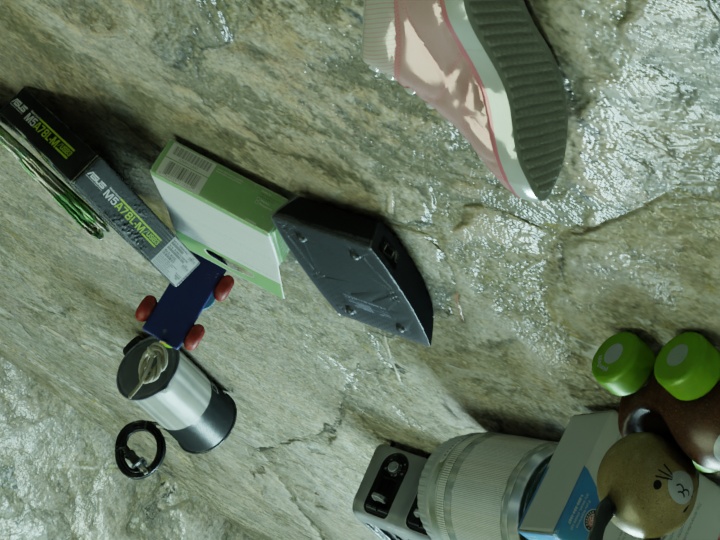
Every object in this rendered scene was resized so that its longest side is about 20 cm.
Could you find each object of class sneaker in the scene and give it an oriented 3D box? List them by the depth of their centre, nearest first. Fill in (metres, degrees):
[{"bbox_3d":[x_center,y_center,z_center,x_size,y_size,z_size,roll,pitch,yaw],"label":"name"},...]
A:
[{"bbox_3d":[0.067,-0.131,0.898,0.104,0.076,0.201,9,144,36],"label":"sneaker"}]

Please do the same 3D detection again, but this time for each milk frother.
[{"bbox_3d":[-0.336,0.227,2.173,0.180,0.201,0.188,19,158,39],"label":"milk frother"}]

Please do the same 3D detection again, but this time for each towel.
[{"bbox_3d":[-0.376,-0.116,1.566,0.200,0.023,0.152,44,176,-18],"label":"towel"}]

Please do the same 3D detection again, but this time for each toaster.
[{"bbox_3d":[0.109,0.358,1.970,0.180,0.119,0.200,14,155,41],"label":"toaster"}]

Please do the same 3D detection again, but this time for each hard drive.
[{"bbox_3d":[0.000,0.000,1.365,0.134,0.043,0.200,18,158,30],"label":"hard drive"}]

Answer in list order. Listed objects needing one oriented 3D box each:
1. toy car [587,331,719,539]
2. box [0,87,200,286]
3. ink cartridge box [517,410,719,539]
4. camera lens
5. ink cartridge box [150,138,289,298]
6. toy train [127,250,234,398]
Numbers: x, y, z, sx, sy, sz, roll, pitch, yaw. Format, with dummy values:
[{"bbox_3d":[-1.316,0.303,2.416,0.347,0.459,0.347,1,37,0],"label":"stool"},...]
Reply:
[{"bbox_3d":[0.268,0.181,1.182,0.164,0.201,0.157,39,159,-25],"label":"toy car"},{"bbox_3d":[-0.283,-0.090,1.471,0.193,0.048,0.200,41,173,45],"label":"box"},{"bbox_3d":[0.287,0.262,1.414,0.199,0.146,0.084,35,160,-14],"label":"ink cartridge box"},{"bbox_3d":[0.183,0.276,1.599,0.160,0.161,0.199,41,158,-28],"label":"camera lens"},{"bbox_3d":[-0.138,-0.050,1.438,0.145,0.048,0.200,27,164,11],"label":"ink cartridge box"},{"bbox_3d":[-0.235,0.074,1.655,0.084,0.201,0.116,30,165,-2],"label":"toy train"}]
